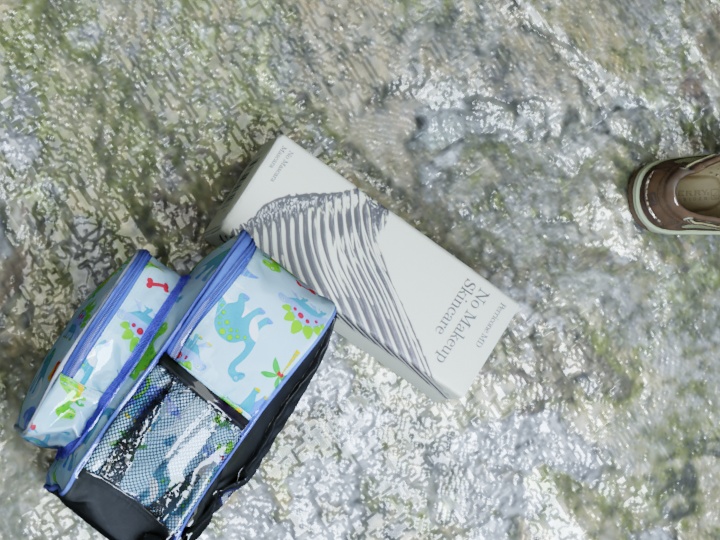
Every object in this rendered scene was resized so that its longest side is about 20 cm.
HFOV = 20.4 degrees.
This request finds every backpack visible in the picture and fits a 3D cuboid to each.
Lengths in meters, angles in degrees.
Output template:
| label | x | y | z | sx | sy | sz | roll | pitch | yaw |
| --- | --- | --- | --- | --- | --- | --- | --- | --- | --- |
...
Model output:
| label | x | y | z | sx | sy | sz | roll | pitch | yaw |
| --- | --- | --- | --- | --- | --- | --- | --- | --- | --- |
| backpack | -0.116 | 0.068 | 1.239 | 0.147 | 0.183 | 0.200 | 40 | 79 | -6 |

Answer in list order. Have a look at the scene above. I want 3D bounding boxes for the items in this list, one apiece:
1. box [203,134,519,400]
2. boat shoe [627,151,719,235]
| label | x | y | z | sx | sy | sz | roll | pitch | yaw |
| --- | --- | --- | --- | --- | --- | --- | --- | --- | --- |
| box | 0.000 | 0.000 | 1.334 | 0.200 | 0.068 | 0.082 | 34 | 78 | -10 |
| boat shoe | 0.294 | -0.058 | 1.414 | 0.201 | 0.075 | 0.075 | -12 | 90 | -16 |
